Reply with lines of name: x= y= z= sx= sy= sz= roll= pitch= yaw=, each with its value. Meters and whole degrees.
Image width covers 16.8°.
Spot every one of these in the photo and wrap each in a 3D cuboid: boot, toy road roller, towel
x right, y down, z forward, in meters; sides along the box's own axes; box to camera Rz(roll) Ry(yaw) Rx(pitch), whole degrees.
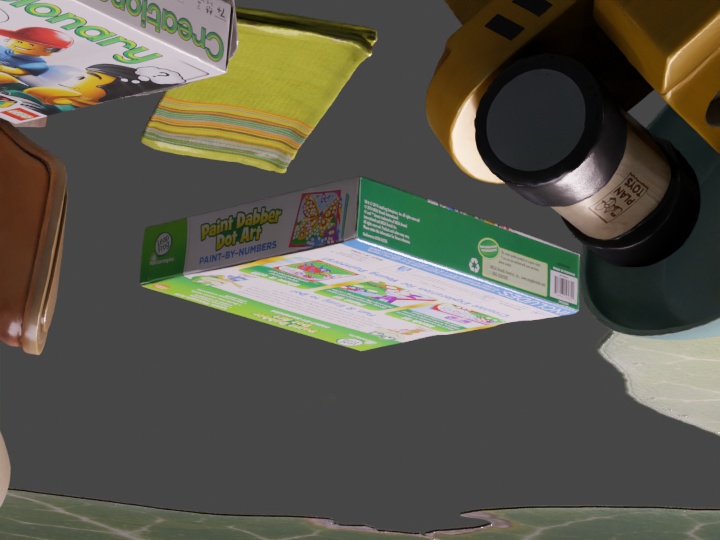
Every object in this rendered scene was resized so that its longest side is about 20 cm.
boot: x=-0.218 y=-0.042 z=1.138 sx=0.155 sy=0.200 sz=0.074 roll=0 pitch=139 yaw=-14
toy road roller: x=0.113 y=-0.112 z=1.008 sx=0.200 sy=0.146 sz=0.123 roll=-40 pitch=150 yaw=11
towel: x=-0.056 y=-0.091 z=1.256 sx=0.086 sy=0.018 sz=0.200 roll=6 pitch=164 yaw=-13

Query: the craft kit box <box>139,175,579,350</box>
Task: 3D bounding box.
craft kit box: x=0.000 y=0.000 z=1.527 sx=0.197 sy=0.049 sz=0.200 roll=-15 pitch=156 yaw=43

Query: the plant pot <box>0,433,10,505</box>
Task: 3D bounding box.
plant pot: x=-0.372 y=0.115 z=1.817 sx=0.200 sy=0.200 sz=0.135 roll=1 pitch=129 yaw=9

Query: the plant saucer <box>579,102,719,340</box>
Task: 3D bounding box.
plant saucer: x=0.181 y=-0.041 z=1.049 sx=0.036 sy=0.200 sz=0.200 roll=43 pitch=147 yaw=-23

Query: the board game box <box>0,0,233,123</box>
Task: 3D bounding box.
board game box: x=-0.163 y=-0.112 z=0.954 sx=0.126 sy=0.035 sz=0.200 roll=-10 pitch=159 yaw=39

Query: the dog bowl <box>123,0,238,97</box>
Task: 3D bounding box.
dog bowl: x=-0.149 y=-0.133 z=1.048 sx=0.200 sy=0.059 sz=0.200 roll=4 pitch=165 yaw=1
